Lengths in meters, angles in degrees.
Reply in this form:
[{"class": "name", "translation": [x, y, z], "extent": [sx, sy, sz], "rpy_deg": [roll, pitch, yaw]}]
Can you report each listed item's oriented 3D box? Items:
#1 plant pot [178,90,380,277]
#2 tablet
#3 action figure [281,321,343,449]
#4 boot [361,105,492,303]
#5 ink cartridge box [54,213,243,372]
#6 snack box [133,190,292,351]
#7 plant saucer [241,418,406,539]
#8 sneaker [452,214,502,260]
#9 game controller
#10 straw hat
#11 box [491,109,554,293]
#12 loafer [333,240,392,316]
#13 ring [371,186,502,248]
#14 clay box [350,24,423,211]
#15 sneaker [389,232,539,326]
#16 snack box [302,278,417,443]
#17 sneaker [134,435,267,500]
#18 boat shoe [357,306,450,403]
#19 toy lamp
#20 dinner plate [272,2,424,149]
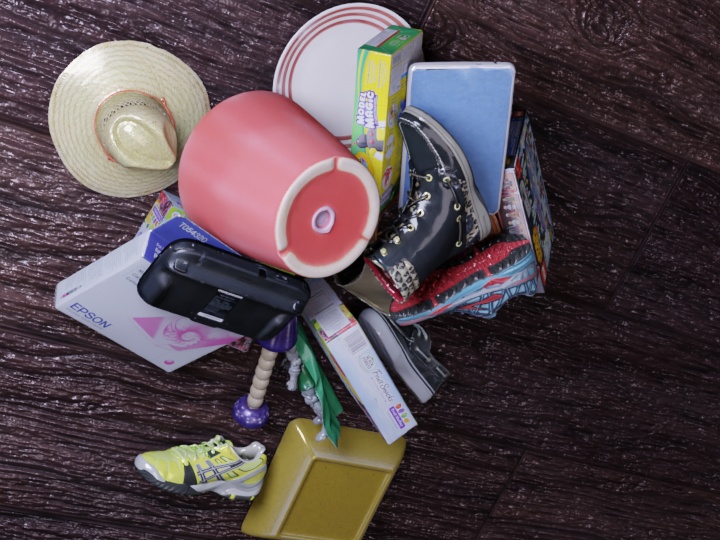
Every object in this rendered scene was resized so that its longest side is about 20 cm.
[{"class": "plant pot", "translation": [-0.084, -0.088, 1.545], "extent": [0.199, 0.177, 0.202], "rpy_deg": [-17, 121, -30]}, {"class": "tablet", "translation": [0.115, -0.156, 1.624], "extent": [0.129, 0.014, 0.201], "rpy_deg": [-1, 121, -8]}, {"class": "action figure", "translation": [-0.076, 0.130, 1.784], "extent": [0.054, 0.118, 0.201], "rpy_deg": [-20, 116, 1]}, {"class": "boot", "translation": [0.062, -0.074, 1.583], "extent": [0.154, 0.073, 0.204], "rpy_deg": [-42, 126, -16]}, {"class": "ink cartridge box", "translation": [-0.221, 0.034, 1.588], "extent": [0.199, 0.044, 0.196], "rpy_deg": [-26, 138, 28]}, {"class": "snack box", "translation": [-0.192, 0.004, 1.676], "extent": [0.199, 0.053, 0.143], "rpy_deg": [25, 105, -33]}, {"class": "plant saucer", "translation": [-0.044, 0.319, 1.928], "extent": [0.199, 0.048, 0.201], "rpy_deg": [14, 111, -30]}, {"class": "sneaker", "translation": [0.162, -0.053, 1.791], "extent": [0.088, 0.081, 0.201], "rpy_deg": [-24, 126, -8]}, {"class": "game controller", "translation": [-0.155, 0.025, 1.547], "extent": [0.199, 0.042, 0.104], "rpy_deg": [21, 134, -35]}, {"class": "straw hat", "translation": [-0.254, -0.155, 1.536], "extent": [0.200, 0.085, 0.202], "rpy_deg": [-11, 121, -19]}, {"class": "box", "translation": [0.212, -0.089, 1.763], "extent": [0.040, 0.137, 0.201], "rpy_deg": [-5, 128, 20]}, {"class": "loafer", "translation": [0.000, 0.000, 1.733], "extent": [0.075, 0.069, 0.200], "rpy_deg": [-32, 118, 30]}, {"class": "ring", "translation": [0.085, -0.042, 1.743], "extent": [0.199, 0.019, 0.202], "rpy_deg": [7, 123, 11]}, {"class": "clay box", "translation": [0.029, -0.179, 1.609], "extent": [0.047, 0.115, 0.201], "rpy_deg": [14, 118, 17]}, {"class": "sneaker", "translation": [0.136, 0.036, 1.709], "extent": [0.199, 0.080, 0.096], "rpy_deg": [-22, 126, 10]}, {"class": "snack box", "translation": [-0.010, 0.113, 1.758], "extent": [0.053, 0.142, 0.201], "rpy_deg": [-32, 126, -4]}, {"class": "sneaker", "translation": [-0.213, 0.255, 1.805], "extent": [0.199, 0.075, 0.077], "rpy_deg": [11, 105, -41]}, {"class": "boat shoe", "translation": [0.061, 0.101, 1.849], "extent": [0.071, 0.072, 0.200], "rpy_deg": [-44, 137, -7]}, {"class": "toy lamp", "translation": [-0.120, 0.120, 1.726], "extent": [0.058, 0.058, 0.201], "rpy_deg": [-4, 138, -23]}, {"class": "dinner plate", "translation": [-0.015, -0.230, 1.644], "extent": [0.199, 0.024, 0.202], "rpy_deg": [-12, 122, -20]}]
